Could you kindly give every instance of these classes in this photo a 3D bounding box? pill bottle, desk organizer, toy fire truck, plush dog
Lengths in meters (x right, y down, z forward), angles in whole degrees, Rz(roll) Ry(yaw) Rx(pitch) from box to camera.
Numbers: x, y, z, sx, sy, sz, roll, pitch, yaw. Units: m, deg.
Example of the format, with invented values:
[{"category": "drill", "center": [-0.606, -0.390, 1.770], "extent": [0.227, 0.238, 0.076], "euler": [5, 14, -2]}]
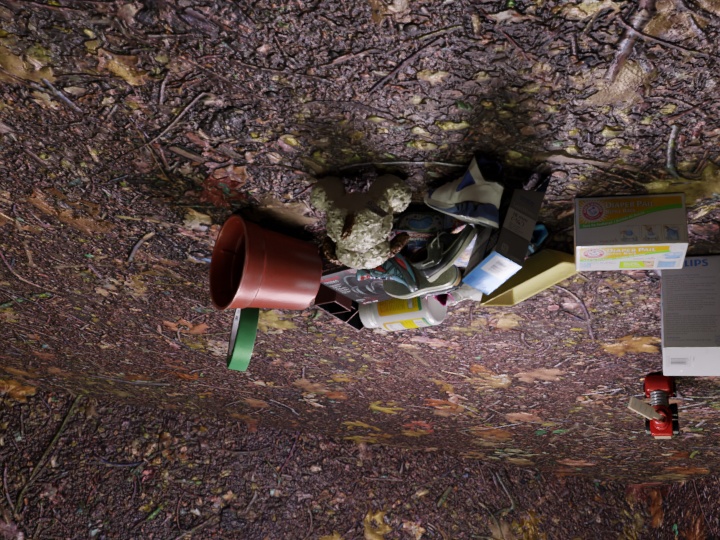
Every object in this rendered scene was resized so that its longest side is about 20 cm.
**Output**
[{"category": "pill bottle", "center": [0.098, 0.085, 1.913], "extent": [0.197, 0.115, 0.112], "euler": [-11, 151, 33]}, {"category": "desk organizer", "center": [-0.029, 0.079, 1.973], "extent": [0.071, 0.078, 0.199], "euler": [-11, 151, 33]}, {"category": "toy fire truck", "center": [0.855, 0.383, 2.326], "extent": [0.127, 0.179, 0.200], "euler": [-5, 154, 23]}, {"category": "plush dog", "center": [0.002, -0.071, 1.498], "extent": [0.196, 0.162, 0.173], "euler": [-2, 138, 13]}]

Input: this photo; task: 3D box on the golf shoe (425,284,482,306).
[{"category": "golf shoe", "center": [0.212, 0.048, 1.835], "extent": [0.198, 0.093, 0.075], "euler": [20, 151, -32]}]

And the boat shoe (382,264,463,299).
[{"category": "boat shoe", "center": [0.132, 0.024, 1.674], "extent": [0.198, 0.076, 0.062], "euler": [-9, 160, 39]}]

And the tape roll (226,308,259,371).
[{"category": "tape roll", "center": [-0.302, 0.155, 2.052], "extent": [0.047, 0.204, 0.201], "euler": [12, 156, -14]}]

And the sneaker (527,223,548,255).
[{"category": "sneaker", "center": [0.292, -0.049, 1.556], "extent": [0.199, 0.074, 0.082], "euler": [-28, 176, -46]}]

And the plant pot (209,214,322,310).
[{"category": "plant pot", "center": [-0.198, -0.002, 1.711], "extent": [0.193, 0.204, 0.200], "euler": [11, 157, -30]}]

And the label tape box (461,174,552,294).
[{"category": "label tape box", "center": [0.263, -0.076, 1.439], "extent": [0.063, 0.202, 0.144], "euler": [26, 153, -6]}]

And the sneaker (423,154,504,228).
[{"category": "sneaker", "center": [0.202, -0.146, 1.423], "extent": [0.080, 0.117, 0.199], "euler": [20, -178, -26]}]

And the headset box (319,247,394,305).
[{"category": "headset box", "center": [0.000, 0.000, 1.792], "extent": [0.147, 0.079, 0.199], "euler": [-14, 151, 38]}]

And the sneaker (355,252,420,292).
[{"category": "sneaker", "center": [0.036, -0.005, 1.639], "extent": [0.199, 0.096, 0.080], "euler": [38, 169, 27]}]

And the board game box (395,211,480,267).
[{"category": "board game box", "center": [0.169, -0.079, 1.597], "extent": [0.196, 0.063, 0.201], "euler": [4, 155, 4]}]

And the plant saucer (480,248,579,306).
[{"category": "plant saucer", "center": [0.359, 0.011, 1.669], "extent": [0.198, 0.049, 0.199], "euler": [-30, 163, 26]}]

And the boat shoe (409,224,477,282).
[{"category": "boat shoe", "center": [0.156, -0.040, 1.524], "extent": [0.067, 0.072, 0.200], "euler": [42, 151, -3]}]

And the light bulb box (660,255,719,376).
[{"category": "light bulb box", "center": [0.707, 0.100, 1.701], "extent": [0.123, 0.203, 0.198], "euler": [-2, 155, 20]}]

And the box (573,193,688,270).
[{"category": "box", "center": [0.500, -0.069, 1.490], "extent": [0.196, 0.103, 0.113], "euler": [-2, 155, 16]}]
